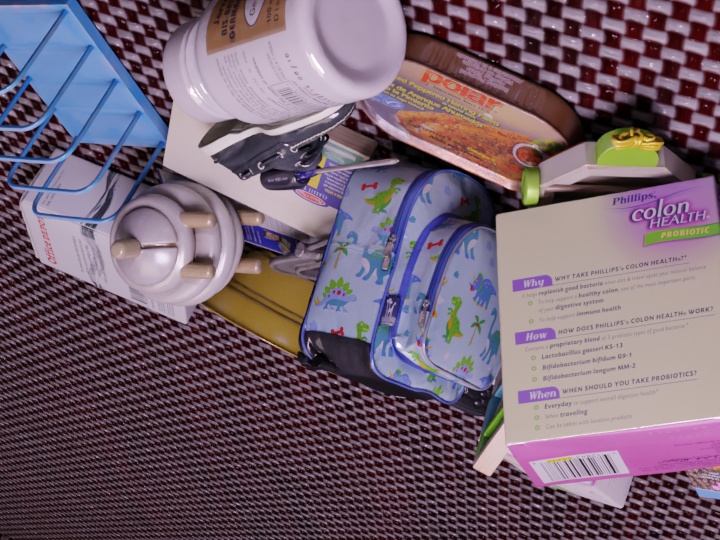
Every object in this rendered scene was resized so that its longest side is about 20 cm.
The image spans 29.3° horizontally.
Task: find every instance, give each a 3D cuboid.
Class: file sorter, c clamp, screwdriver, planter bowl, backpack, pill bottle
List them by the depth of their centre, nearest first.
[{"bbox_3d":[-0.068,-0.180,1.112,0.199,0.115,0.114,-7,138,47],"label":"pill bottle"},{"bbox_3d":[-0.029,-0.094,1.224,0.028,0.029,0.199,10,168,-36],"label":"screwdriver"},{"bbox_3d":[0.057,0.009,1.226,0.146,0.202,0.183,5,168,34],"label":"backpack"},{"bbox_3d":[-0.308,-0.155,1.358,0.138,0.123,0.200,7,147,34],"label":"file sorter"},{"bbox_3d":[0.000,0.000,1.377,0.199,0.027,0.170,14,163,-42],"label":"c clamp"},{"bbox_3d":[-0.084,0.032,1.489,0.199,0.084,0.200,28,-179,0],"label":"planter bowl"}]

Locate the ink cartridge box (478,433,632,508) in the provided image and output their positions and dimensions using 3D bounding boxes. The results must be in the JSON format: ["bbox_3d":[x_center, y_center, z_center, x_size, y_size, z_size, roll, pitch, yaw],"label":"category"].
[{"bbox_3d":[0.208,0.187,1.489,0.116,0.068,0.200,12,164,38],"label":"ink cartridge box"}]

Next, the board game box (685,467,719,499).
[{"bbox_3d":[0.373,0.132,1.276,0.158,0.097,0.200,5,145,36],"label":"board game box"}]

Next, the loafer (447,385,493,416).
[{"bbox_3d":[0.066,0.092,1.518,0.200,0.068,0.070,36,162,-10],"label":"loafer"}]

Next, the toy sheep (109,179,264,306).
[{"bbox_3d":[-0.179,-0.027,1.367,0.137,0.139,0.200,12,-176,26],"label":"toy sheep"}]

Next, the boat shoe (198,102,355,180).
[{"bbox_3d":[-0.063,-0.117,1.213,0.198,0.075,0.066,-15,123,44],"label":"boat shoe"}]

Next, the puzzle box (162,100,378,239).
[{"bbox_3d":[-0.089,-0.110,1.314,0.199,0.026,0.133,25,138,4],"label":"puzzle box"}]

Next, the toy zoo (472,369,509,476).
[{"bbox_3d":[0.159,0.084,1.293,0.020,0.200,0.132,28,127,-3],"label":"toy zoo"}]

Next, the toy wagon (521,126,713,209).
[{"bbox_3d":[0.206,-0.062,1.111,0.154,0.040,0.201,2,149,-1],"label":"toy wagon"}]

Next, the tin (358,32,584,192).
[{"bbox_3d":[0.091,-0.131,1.141,0.199,0.042,0.112,25,157,3],"label":"tin"}]

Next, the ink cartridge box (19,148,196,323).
[{"bbox_3d":[-0.273,-0.039,1.566,0.199,0.083,0.147,22,153,8],"label":"ink cartridge box"}]

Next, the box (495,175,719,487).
[{"bbox_3d":[0.202,0.049,1.060,0.174,0.202,0.097,-10,150,18],"label":"box"}]

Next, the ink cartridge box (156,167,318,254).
[{"bbox_3d":[-0.112,-0.063,1.437,0.198,0.037,0.095,16,151,15],"label":"ink cartridge box"}]
